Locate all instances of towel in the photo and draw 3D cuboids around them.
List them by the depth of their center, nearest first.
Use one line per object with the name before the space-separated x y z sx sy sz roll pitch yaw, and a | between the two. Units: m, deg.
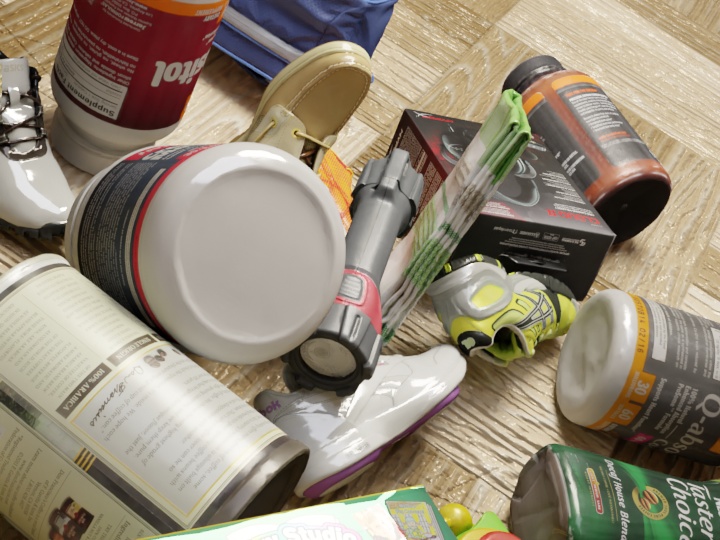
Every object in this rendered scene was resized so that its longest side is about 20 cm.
towel | 0.063 -0.048 1.060 0.031 0.200 0.149 32 17 -9

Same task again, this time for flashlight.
flashlight | 0.000 0.000 0.981 0.068 0.068 0.200 56 33 -28

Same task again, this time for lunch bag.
lunch bag | -0.067 -0.240 1.287 0.200 0.132 0.136 35 22 9

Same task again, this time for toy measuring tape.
toy measuring tape | 0.105 0.237 0.897 0.073 0.074 0.200 -10 51 -39

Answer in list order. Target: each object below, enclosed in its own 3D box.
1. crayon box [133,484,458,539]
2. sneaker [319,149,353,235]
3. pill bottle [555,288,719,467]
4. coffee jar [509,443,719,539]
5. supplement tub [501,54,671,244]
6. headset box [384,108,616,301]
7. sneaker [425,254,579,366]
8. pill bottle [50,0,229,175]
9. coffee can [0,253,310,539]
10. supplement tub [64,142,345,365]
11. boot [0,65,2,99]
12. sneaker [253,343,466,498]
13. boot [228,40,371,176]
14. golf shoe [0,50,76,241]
crayon box | -0.063 0.204 0.742 0.200 0.173 0.058 -5 48 -35
sneaker | -0.029 -0.064 1.152 0.077 0.073 0.200 -2 47 -30
pill bottle | 0.273 0.096 1.124 0.200 0.117 0.117 18 39 -13
coffee jar | 0.216 0.196 0.998 0.200 0.085 0.104 14 40 -19
supplement tub | 0.216 -0.126 1.352 0.107 0.107 0.200 -2 48 -34
headset box | 0.121 -0.054 1.209 0.148 0.077 0.200 8 30 -24
sneaker | 0.119 0.044 1.113 0.200 0.075 0.077 11 58 -52
pill bottle | -0.180 -0.176 1.080 0.113 0.200 0.113 17 39 -15
coffee can | -0.152 0.106 0.820 0.200 0.147 0.146 37 38 11
supplement tub | -0.112 -0.016 0.921 0.140 0.141 0.200 3 3 -30
boot | -0.358 -0.147 0.935 0.200 0.066 0.175 3 40 -28
sneaker | 0.005 0.084 0.991 0.100 0.075 0.200 53 41 9
boot | -0.047 -0.064 1.043 0.073 0.200 0.156 23 34 -40
golf shoe | -0.273 -0.109 1.035 0.078 0.095 0.200 -19 59 -45
